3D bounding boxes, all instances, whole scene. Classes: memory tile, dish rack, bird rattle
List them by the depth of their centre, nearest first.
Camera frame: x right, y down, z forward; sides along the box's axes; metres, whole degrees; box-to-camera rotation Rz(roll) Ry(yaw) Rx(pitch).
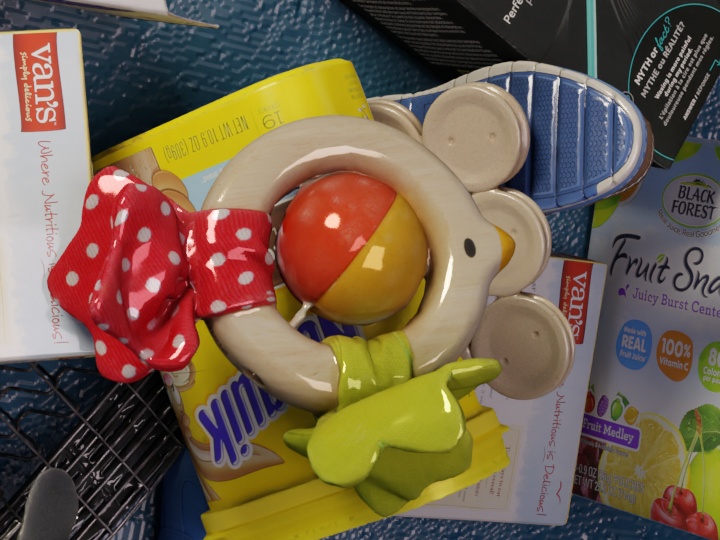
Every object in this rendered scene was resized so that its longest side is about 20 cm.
[{"bbox_3d":[-0.024,0.008,1.166,0.199,0.113,0.163,34,67,7],"label":"bird rattle"},{"bbox_3d":[-0.172,0.048,1.277,0.154,0.054,0.200,-48,120,-15],"label":"dish rack"},{"bbox_3d":[0.000,0.000,1.298,0.017,0.199,0.154,-24,100,-63],"label":"memory tile"}]

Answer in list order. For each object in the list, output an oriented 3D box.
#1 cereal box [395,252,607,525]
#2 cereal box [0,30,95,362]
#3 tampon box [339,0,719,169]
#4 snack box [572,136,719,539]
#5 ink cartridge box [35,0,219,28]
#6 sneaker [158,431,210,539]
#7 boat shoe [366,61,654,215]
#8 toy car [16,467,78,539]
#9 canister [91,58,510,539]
[{"bbox_3d":[0.030,0.054,1.410,0.199,0.039,0.145,7,94,-33],"label":"cereal box"},{"bbox_3d":[-0.215,-0.027,1.187,0.198,0.040,0.145,-3,85,-13],"label":"cereal box"},{"bbox_3d":[0.085,-0.169,1.357,0.200,0.126,0.150,36,78,-30],"label":"tampon box"},{"bbox_3d":[0.188,0.034,1.429,0.067,0.168,0.202,6,94,-35],"label":"snack box"},{"bbox_3d":[-0.168,-0.142,1.220,0.199,0.099,0.040,7,93,-33],"label":"ink cartridge box"},{"bbox_3d":[-0.079,0.178,1.347,0.078,0.066,0.202,-16,106,-25],"label":"sneaker"},{"bbox_3d":[0.069,-0.059,1.328,0.072,0.199,0.073,13,82,-46],"label":"boat shoe"},{"bbox_3d":[-0.190,0.182,1.225,0.200,0.157,0.165,-44,139,-30],"label":"toy car"},{"bbox_3d":[-0.033,0.020,1.259,0.086,0.148,0.201,-20,89,-59],"label":"canister"}]
